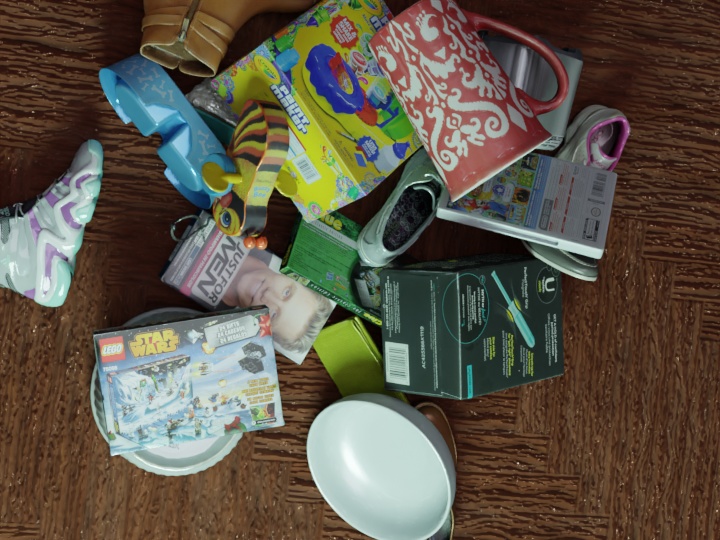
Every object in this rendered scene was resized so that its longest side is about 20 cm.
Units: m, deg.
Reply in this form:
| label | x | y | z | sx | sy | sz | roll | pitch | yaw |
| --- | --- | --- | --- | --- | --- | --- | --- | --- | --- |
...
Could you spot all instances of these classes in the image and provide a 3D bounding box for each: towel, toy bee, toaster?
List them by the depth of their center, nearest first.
| label | x | y | z | sx | sy | sz | roll | pitch | yaw |
| --- | --- | --- | --- | --- | --- | --- | --- | --- | --- |
| toy bee | -0.122 | -0.081 | 1.326 | 0.130 | 0.201 | 0.109 | -19 | 54 | -32 |
| toaster | 0.187 | -0.218 | 1.454 | 0.199 | 0.113 | 0.131 | -3 | 103 | -57 |
| towel | 0.012 | 0.155 | 1.492 | 0.086 | 0.018 | 0.201 | -23 | 101 | 35 |

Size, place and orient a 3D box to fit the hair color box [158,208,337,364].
| label | x | y | z | sx | sy | sz | roll | pitch | yaw |
| --- | --- | --- | --- | --- | --- | --- | --- | --- | --- |
| hair color box | -0.134 | 0.019 | 1.455 | 0.199 | 0.060 | 0.101 | 32 | 87 | -14 |

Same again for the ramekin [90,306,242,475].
| label | x | y | z | sx | sy | sz | roll | pitch | yaw |
| --- | --- | --- | --- | --- | --- | --- | --- | --- | --- |
| ramekin | -0.219 | 0.147 | 1.422 | 0.198 | 0.105 | 0.202 | -1 | 95 | -13 |

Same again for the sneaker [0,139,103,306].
| label | x | y | z | sx | sy | sz | roll | pitch | yaw |
| --- | --- | --- | --- | --- | --- | --- | --- | --- | --- |
| sneaker | -0.381 | -0.069 | 1.383 | 0.139 | 0.078 | 0.202 | 18 | 90 | -14 |

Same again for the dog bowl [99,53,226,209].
| label | x | y | z | sx | sy | sz | roll | pitch | yaw |
| --- | --- | --- | --- | --- | --- | --- | --- | --- | --- |
| dog bowl | -0.222 | -0.166 | 1.399 | 0.050 | 0.111 | 0.201 | -42 | 102 | -20 |

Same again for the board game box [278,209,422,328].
| label | x | y | z | sx | sy | sz | roll | pitch | yaw |
| --- | --- | --- | --- | --- | --- | --- | --- | --- | --- |
| board game box | 0.000 | 0.000 | 1.465 | 0.199 | 0.023 | 0.106 | 30 | 61 | -22 |

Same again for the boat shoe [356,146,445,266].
| label | x | y | z | sx | sy | sz | roll | pitch | yaw |
| --- | --- | --- | --- | --- | --- | --- | --- | --- | --- |
| boat shoe | 0.074 | -0.086 | 1.469 | 0.070 | 0.071 | 0.201 | 43 | 67 | -15 |

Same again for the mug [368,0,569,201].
| label | x | y | z | sx | sy | sz | roll | pitch | yaw |
| --- | --- | --- | --- | --- | --- | --- | --- | --- | --- |
| mug | 0.120 | -0.206 | 1.344 | 0.177 | 0.133 | 0.201 | -33 | 90 | -31 |

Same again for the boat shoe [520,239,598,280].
| label | x | y | z | sx | sy | sz | roll | pitch | yaw |
| --- | --- | --- | --- | --- | --- | --- | --- | --- | --- |
| boat shoe | 0.225 | -0.058 | 1.463 | 0.066 | 0.200 | 0.057 | 3 | 118 | -34 |

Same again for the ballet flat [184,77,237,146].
| label | x | y | z | sx | sy | sz | roll | pitch | yaw |
| --- | --- | --- | --- | --- | --- | --- | --- | --- | --- |
| ballet flat | -0.122 | -0.164 | 1.444 | 0.199 | 0.072 | 0.072 | 35 | 86 | -14 |

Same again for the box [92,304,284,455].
| label | x | y | z | sx | sy | sz | roll | pitch | yaw |
| --- | --- | --- | --- | --- | --- | --- | --- | --- | --- |
| box | -0.193 | 0.121 | 1.352 | 0.198 | 0.040 | 0.138 | -8 | 97 | -12 |

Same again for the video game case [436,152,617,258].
| label | x | y | z | sx | sy | sz | roll | pitch | yaw |
| --- | --- | --- | --- | --- | --- | --- | --- | --- | --- |
| video game case | 0.202 | -0.091 | 1.443 | 0.198 | 0.018 | 0.144 | 15 | 47 | 7 |

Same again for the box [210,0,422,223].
| label | x | y | z | sx | sy | sz | roll | pitch | yaw |
| --- | --- | --- | --- | --- | --- | --- | --- | --- | --- |
| box | -0.029 | -0.201 | 1.394 | 0.193 | 0.122 | 0.201 | -44 | 104 | -37 |

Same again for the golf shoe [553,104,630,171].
| label | x | y | z | sx | sy | sz | roll | pitch | yaw |
| --- | --- | --- | --- | --- | --- | --- | --- | --- | --- |
| golf shoe | 0.273 | -0.122 | 1.522 | 0.075 | 0.091 | 0.201 | 29 | 89 | -15 |

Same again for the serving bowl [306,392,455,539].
| label | x | y | z | sx | sy | sz | roll | pitch | yaw |
| --- | --- | --- | --- | --- | --- | --- | --- | --- | --- |
| serving bowl | 0.034 | 0.231 | 1.467 | 0.066 | 0.199 | 0.201 | -41 | 105 | -50 |

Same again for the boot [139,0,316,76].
| label | x | y | z | sx | sy | sz | roll | pitch | yaw |
| --- | --- | --- | --- | --- | --- | --- | --- | --- | --- |
| boot | -0.153 | -0.289 | 1.388 | 0.198 | 0.074 | 0.156 | 8 | 57 | -1 |

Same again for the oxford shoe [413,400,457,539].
| label | x | y | z | sx | sy | sz | roll | pitch | yaw |
| --- | --- | --- | --- | --- | --- | --- | --- | --- | --- |
| oxford shoe | 0.096 | 0.267 | 1.521 | 0.071 | 0.071 | 0.202 | -6 | 93 | -9 |

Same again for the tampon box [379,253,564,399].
| label | x | y | z | sx | sy | sz | roll | pitch | yaw |
| --- | --- | --- | --- | --- | --- | --- | --- | --- | --- |
| tampon box | 0.137 | 0.062 | 1.446 | 0.199 | 0.126 | 0.152 | -7 | 97 | -44 |
